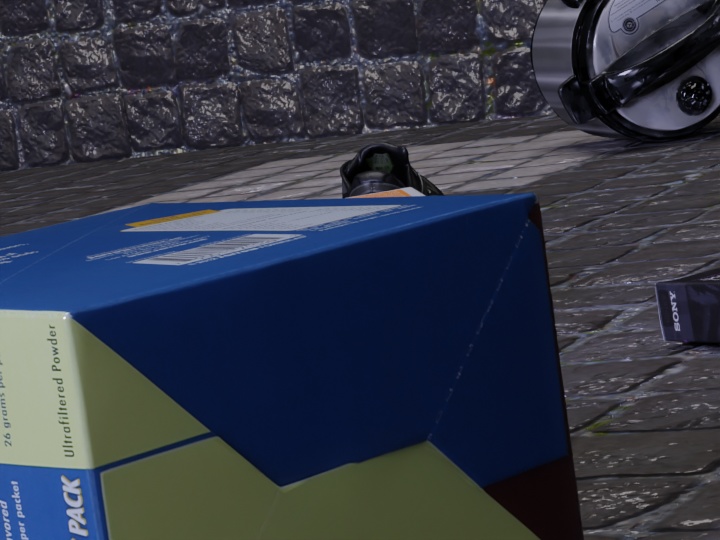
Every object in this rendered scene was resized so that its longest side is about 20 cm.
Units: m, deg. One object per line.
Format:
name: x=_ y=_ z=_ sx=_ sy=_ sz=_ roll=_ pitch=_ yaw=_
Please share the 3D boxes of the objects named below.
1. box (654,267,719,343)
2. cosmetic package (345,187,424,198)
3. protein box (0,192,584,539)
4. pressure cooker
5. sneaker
box: x=0.264 y=0.010 z=1.239 sx=0.143 sy=0.036 sz=0.200 roll=-13 pitch=10 yaw=-38
cosmetic package: x=0.000 y=0.000 z=1.461 sx=0.101 sy=0.071 sz=0.200 roll=-9 pitch=8 yaw=-6
protein box: x=-0.070 y=0.057 z=0.827 sx=0.198 sy=0.135 sz=0.200 roll=-15 pitch=10 yaw=-43
pressure cooker: x=0.271 y=-0.210 z=2.411 sx=0.178 sy=0.176 sz=0.200 roll=15 pitch=2 yaw=-16
sneaker: x=0.026 y=-0.053 z=1.798 sx=0.071 sy=0.083 sz=0.200 roll=-7 pitch=7 yaw=8
